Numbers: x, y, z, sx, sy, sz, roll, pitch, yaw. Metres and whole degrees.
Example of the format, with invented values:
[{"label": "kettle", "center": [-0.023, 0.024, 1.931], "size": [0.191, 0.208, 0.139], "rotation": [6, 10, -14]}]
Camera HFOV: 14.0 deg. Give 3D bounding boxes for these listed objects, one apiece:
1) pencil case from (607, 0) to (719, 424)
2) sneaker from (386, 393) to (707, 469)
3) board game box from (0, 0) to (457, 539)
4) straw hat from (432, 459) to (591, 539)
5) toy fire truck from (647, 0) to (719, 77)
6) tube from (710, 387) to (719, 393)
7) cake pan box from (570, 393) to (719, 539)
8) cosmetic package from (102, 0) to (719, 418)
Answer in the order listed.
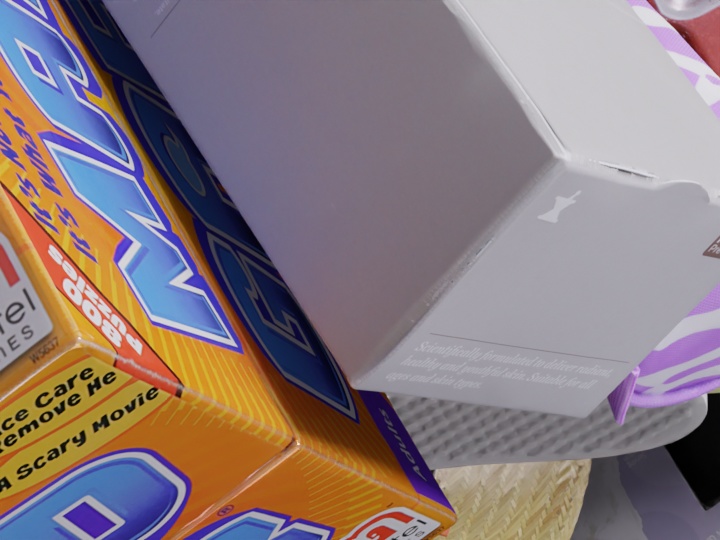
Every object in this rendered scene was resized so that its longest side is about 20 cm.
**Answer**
[{"label": "pencil case", "center": [0.046, -0.049, 0.822], "size": [0.085, 0.200, 0.084], "rotation": [-22, 142, -30]}, {"label": "sneaker", "center": [0.000, 0.000, 0.883], "size": [0.199, 0.115, 0.073], "rotation": [-1, 151, -4]}, {"label": "board game box", "center": [-0.136, 0.023, 0.747], "size": [0.200, 0.200, 0.200], "rotation": [-37, 153, 12]}, {"label": "straw hat", "center": [-0.019, 0.068, 0.994], "size": [0.200, 0.085, 0.202], "rotation": [-15, 114, -37]}, {"label": "toy fire truck", "center": [0.196, -0.099, 0.956], "size": [0.199, 0.112, 0.168], "rotation": [-29, 116, 5]}, {"label": "tube", "center": [0.112, 0.012, 0.990], "size": [0.199, 0.058, 0.052], "rotation": [-1, 156, -25]}, {"label": "cake pan box", "center": [0.106, 0.073, 1.098], "size": [0.200, 0.185, 0.052], "rotation": [-38, 153, 15]}, {"label": "cosmetic package", "center": [0.005, -0.064, 0.743], "size": [0.090, 0.200, 0.107], "rotation": [-45, 148, 25]}]
